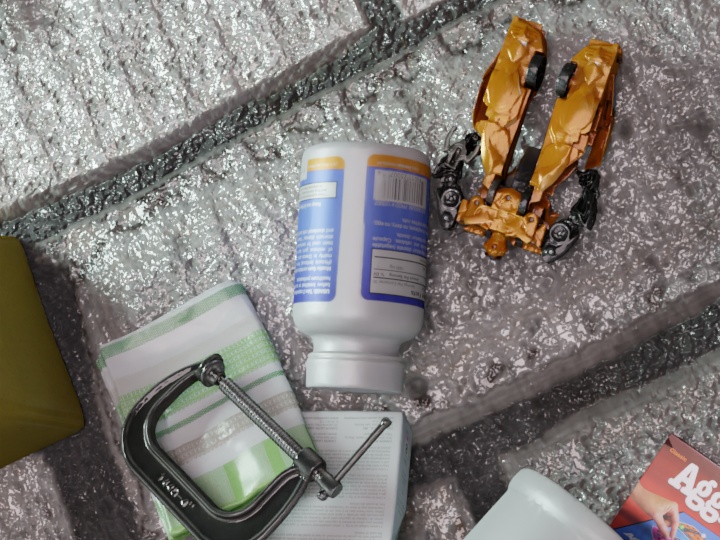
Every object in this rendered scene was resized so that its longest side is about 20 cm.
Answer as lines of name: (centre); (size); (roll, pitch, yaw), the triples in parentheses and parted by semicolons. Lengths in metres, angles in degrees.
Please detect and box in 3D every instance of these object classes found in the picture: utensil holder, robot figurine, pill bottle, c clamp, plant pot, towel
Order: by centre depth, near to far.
utensil holder: (0.120, 0.283, 1.235); (0.170, 0.170, 0.200); (40, 79, 16)
c clamp: (-0.097, 0.140, 1.335); (0.199, 0.027, 0.171); (34, 80, 26)
pill bottle: (0.000, 0.000, 1.358); (0.111, 0.112, 0.203); (2, 84, 15)
robot figurine: (0.145, -0.103, 1.360); (0.144, 0.058, 0.202); (19, 87, 17)
towel: (-0.133, 0.114, 1.381); (0.148, 0.031, 0.201); (-29, 57, 1)
plant pot: (-0.391, 0.083, 1.409); (0.193, 0.200, 0.197); (-25, 78, 11)

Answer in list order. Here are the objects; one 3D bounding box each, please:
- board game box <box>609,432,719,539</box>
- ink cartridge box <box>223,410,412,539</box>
board game box: (0.303, 0.229, 1.294); (0.199, 0.019, 0.103); (34, 91, 17)
ink cartridge box: (-0.046, 0.214, 1.342); (0.161, 0.057, 0.202); (-1, 65, 15)
